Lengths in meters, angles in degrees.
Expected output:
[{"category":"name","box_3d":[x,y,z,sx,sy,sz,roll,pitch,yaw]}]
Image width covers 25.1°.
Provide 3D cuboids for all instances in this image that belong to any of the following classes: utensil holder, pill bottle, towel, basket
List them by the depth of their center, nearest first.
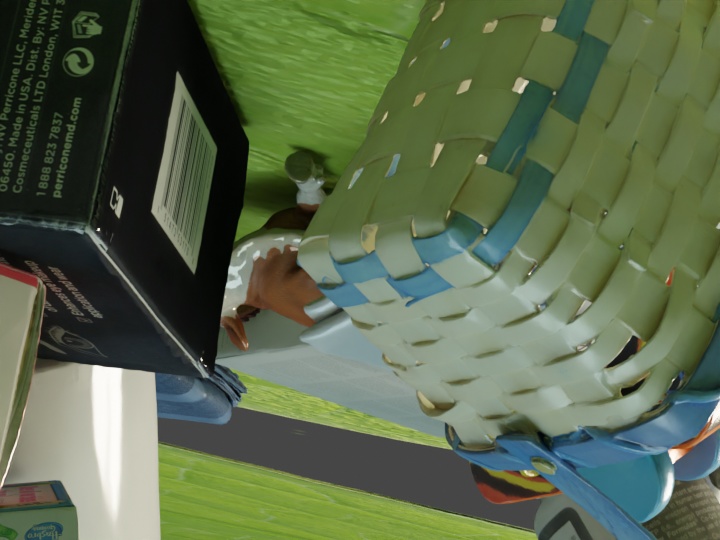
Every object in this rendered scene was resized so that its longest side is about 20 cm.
[{"category":"basket","box_3d":[0.094,-0.008,0.530,0.200,0.177,0.139,36,155,-19]},{"category":"utensil holder","box_3d":[-0.177,0.106,0.790,0.169,0.201,0.170,3,-156,-1]},{"category":"pill bottle","box_3d":[0.180,0.177,1.024,0.113,0.201,0.114,-24,157,-11]},{"category":"towel","box_3d":[-0.159,0.060,1.112,0.111,0.049,0.200,4,164,16]}]

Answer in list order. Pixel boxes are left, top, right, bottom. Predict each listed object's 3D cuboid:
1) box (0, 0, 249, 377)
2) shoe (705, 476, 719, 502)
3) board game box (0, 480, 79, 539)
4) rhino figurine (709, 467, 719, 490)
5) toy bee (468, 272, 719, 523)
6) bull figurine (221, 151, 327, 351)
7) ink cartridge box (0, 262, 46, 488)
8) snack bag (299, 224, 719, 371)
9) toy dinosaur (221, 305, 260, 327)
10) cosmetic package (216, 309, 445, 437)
[{"category":"box","box_3d":[-0.161,-0.046,0.626,0.199,0.118,0.197,6,163,8]},{"category":"shoe","box_3d":[0.273,0.153,1.149,0.090,0.072,0.200,5,172,8]},{"category":"board game box","box_3d":[-0.173,0.103,0.594,0.134,0.034,0.200,-4,176,-12]},{"category":"rhino figurine","box_3d":[0.246,0.096,0.977,0.087,0.060,0.200,-17,164,-3]},{"category":"toy bee","box_3d":[0.129,0.048,0.704,0.199,0.109,0.131,-10,-170,23]},{"category":"bull figurine","box_3d":[0.000,0.000,0.786,0.199,0.066,0.121,7,158,-9]},{"category":"ink cartridge box","box_3d":[-0.227,0.029,0.564,0.146,0.083,0.199,22,159,-38]},{"category":"snack bag","box_3d":[0.101,0.008,0.723,0.188,0.022,0.200,-28,152,29]},{"category":"toy dinosaur","box_3d":[-0.185,0.018,0.930,0.199,0.106,0.181,7,-171,-42]},{"category":"cosmetic package","box_3d":[0.033,0.052,0.974,0.199,0.052,0.150,22,161,-38]}]
